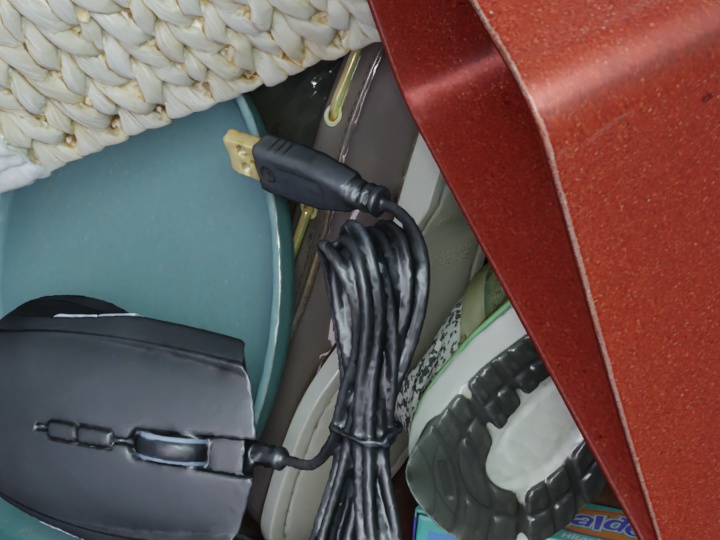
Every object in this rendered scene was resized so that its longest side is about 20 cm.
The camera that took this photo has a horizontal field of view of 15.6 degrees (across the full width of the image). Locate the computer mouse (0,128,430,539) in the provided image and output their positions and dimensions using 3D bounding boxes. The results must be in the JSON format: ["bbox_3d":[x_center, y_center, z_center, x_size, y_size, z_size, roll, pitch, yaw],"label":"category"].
[{"bbox_3d":[-0.062,0.023,0.797,0.199,0.046,0.141,17,102,43],"label":"computer mouse"}]

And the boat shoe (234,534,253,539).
[{"bbox_3d":[-0.049,0.119,0.864,0.074,0.199,0.066,38,85,-16],"label":"boat shoe"}]

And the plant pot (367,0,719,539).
[{"bbox_3d":[0.101,-0.077,0.642,0.175,0.200,0.201,-24,51,-2],"label":"plant pot"}]

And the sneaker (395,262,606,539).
[{"bbox_3d":[0.076,-0.009,0.832,0.200,0.089,0.077,-46,119,-4],"label":"sneaker"}]

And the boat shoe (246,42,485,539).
[{"bbox_3d":[0.000,0.000,0.867,0.059,0.072,0.201,36,118,29],"label":"boat shoe"}]

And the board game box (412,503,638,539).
[{"bbox_3d":[0.085,0.182,0.888,0.151,0.045,0.201,11,105,17],"label":"board game box"}]

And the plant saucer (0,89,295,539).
[{"bbox_3d":[-0.084,0.003,0.877,0.199,0.036,0.201,-2,88,44],"label":"plant saucer"}]

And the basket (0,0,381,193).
[{"bbox_3d":[-0.092,-0.159,0.764,0.160,0.200,0.199,-14,65,16],"label":"basket"}]
